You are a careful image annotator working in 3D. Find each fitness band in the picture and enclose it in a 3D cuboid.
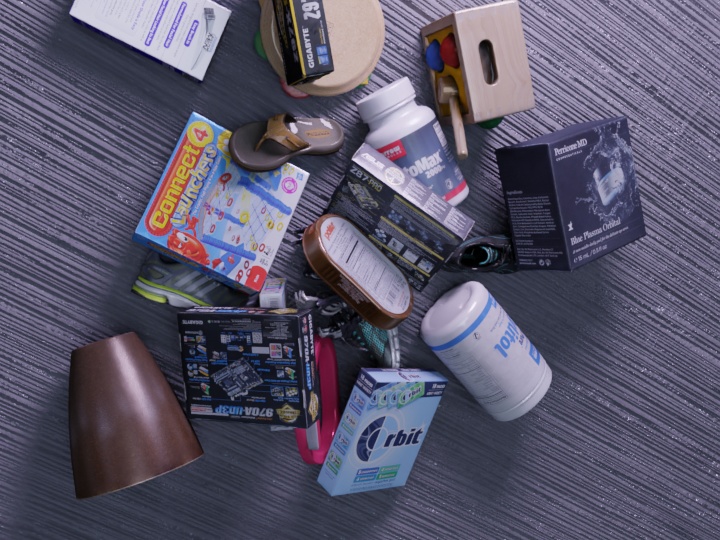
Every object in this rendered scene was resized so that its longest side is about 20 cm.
[{"bbox_3d":[-0.066,0.199,1.223,0.037,0.144,0.203,0,101,13],"label":"fitness band"}]

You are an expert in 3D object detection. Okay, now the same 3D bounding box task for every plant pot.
[{"bbox_3d":[-0.345,0.199,1.147,0.185,0.187,0.202,-17,87,-11],"label":"plant pot"}]

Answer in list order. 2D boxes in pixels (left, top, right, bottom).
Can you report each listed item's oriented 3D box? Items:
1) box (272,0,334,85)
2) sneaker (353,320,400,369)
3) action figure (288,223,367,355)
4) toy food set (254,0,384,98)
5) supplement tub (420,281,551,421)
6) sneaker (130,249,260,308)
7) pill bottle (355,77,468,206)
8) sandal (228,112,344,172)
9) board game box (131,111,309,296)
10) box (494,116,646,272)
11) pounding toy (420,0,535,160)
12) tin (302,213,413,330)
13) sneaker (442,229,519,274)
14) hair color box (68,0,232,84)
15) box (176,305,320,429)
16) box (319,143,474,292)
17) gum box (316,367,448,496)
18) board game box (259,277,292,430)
[{"bbox_3d":[-0.087,-0.360,1.076,0.049,0.160,0.203,-12,102,-12],"label":"box"},{"bbox_3d":[0.015,0.092,1.269,0.090,0.078,0.203,-5,92,-4],"label":"sneaker"},{"bbox_3d":[-0.058,0.038,1.197,0.101,0.119,0.202,-15,78,-18],"label":"action figure"},{"bbox_3d":[-0.060,-0.359,1.191,0.197,0.049,0.201,1,98,-15],"label":"toy food set"},{"bbox_3d":[0.202,0.130,1.284,0.132,0.132,0.200,-44,106,-4],"label":"supplement tub"},{"bbox_3d":[-0.237,0.020,1.190,0.198,0.074,0.082,13,91,-17],"label":"sneaker"},{"bbox_3d":[0.074,-0.183,1.213,0.119,0.120,0.202,-30,103,-8],"label":"pill bottle"},{"bbox_3d":[-0.103,-0.197,1.163,0.198,0.055,0.082,-13,68,-31],"label":"sandal"},{"bbox_3d":[-0.202,-0.095,1.162,0.194,0.056,0.202,26,75,-17],"label":"board game box"},{"bbox_3d":[0.336,-0.122,1.259,0.195,0.117,0.202,-21,103,-32],"label":"box"},{"bbox_3d":[0.163,-0.281,1.187,0.140,0.184,0.203,-15,101,-11],"label":"pounding toy"},{"bbox_3d":[0.000,0.000,1.167,0.200,0.112,0.042,43,124,-13],"label":"tin"},{"bbox_3d":[0.222,-0.023,1.294,0.197,0.079,0.076,-8,100,-14],"label":"sneaker"},{"bbox_3d":[-0.295,-0.361,1.124,0.198,0.065,0.110,25,91,-14],"label":"hair color box"},{"bbox_3d":[-0.159,0.133,1.114,0.198,0.046,0.161,0,100,22],"label":"box"},{"bbox_3d":[0.048,-0.073,1.181,0.199,0.162,0.049,35,55,1],"label":"box"},{"bbox_3d":[0.037,0.251,1.247,0.169,0.044,0.202,8,109,-44],"label":"gum box"},{"bbox_3d":[-0.123,0.122,1.197,0.034,0.134,0.203,-4,99,-2],"label":"board game box"}]
